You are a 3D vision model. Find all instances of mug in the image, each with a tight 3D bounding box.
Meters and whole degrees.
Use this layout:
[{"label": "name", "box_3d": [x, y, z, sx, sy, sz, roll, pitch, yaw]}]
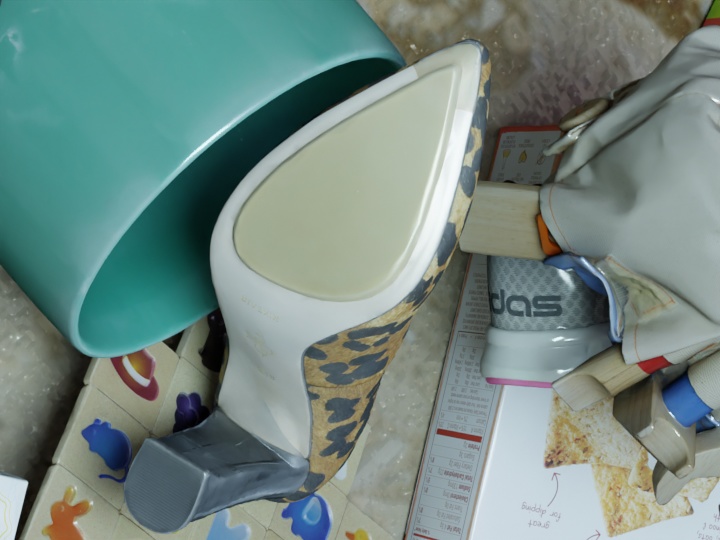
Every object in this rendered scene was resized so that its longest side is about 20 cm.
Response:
[{"label": "mug", "box_3d": [-0.075, -0.057, 0.922, 0.152, 0.185, 0.114, -39, 75, -10]}]

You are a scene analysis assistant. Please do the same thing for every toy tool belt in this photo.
[{"label": "toy tool belt", "box_3d": [0.129, 0.023, 0.919, 0.200, 0.123, 0.125, 52, 30, -15]}]

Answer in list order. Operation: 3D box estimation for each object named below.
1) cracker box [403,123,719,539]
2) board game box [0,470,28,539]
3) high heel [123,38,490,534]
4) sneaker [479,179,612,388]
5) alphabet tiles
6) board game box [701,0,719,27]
[{"label": "cracker box", "box_3d": [0.102, 0.054, 1.057, 0.134, 0.058, 0.200, 15, 86, -26]}, {"label": "board game box", "box_3d": [-0.196, 0.148, 0.837, 0.134, 0.034, 0.200, 16, 85, -27]}, {"label": "high heel", "box_3d": [0.000, 0.000, 0.914, 0.071, 0.143, 0.200, 39, 107, 14]}, {"label": "sneaker", "box_3d": [0.131, -0.019, 0.995, 0.200, 0.074, 0.088, -16, 104, -19]}, {"label": "alphabet tiles", "box_3d": [-0.056, 0.114, 0.959, 0.166, 0.006, 0.200, 42, 53, -33]}, {"label": "board game box", "box_3d": [0.219, -0.161, 1.082, 0.048, 0.102, 0.200, 32, 78, -24]}]
